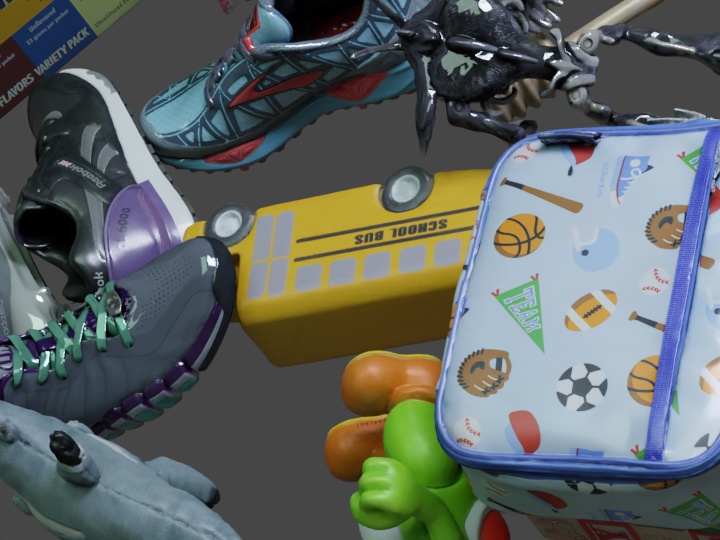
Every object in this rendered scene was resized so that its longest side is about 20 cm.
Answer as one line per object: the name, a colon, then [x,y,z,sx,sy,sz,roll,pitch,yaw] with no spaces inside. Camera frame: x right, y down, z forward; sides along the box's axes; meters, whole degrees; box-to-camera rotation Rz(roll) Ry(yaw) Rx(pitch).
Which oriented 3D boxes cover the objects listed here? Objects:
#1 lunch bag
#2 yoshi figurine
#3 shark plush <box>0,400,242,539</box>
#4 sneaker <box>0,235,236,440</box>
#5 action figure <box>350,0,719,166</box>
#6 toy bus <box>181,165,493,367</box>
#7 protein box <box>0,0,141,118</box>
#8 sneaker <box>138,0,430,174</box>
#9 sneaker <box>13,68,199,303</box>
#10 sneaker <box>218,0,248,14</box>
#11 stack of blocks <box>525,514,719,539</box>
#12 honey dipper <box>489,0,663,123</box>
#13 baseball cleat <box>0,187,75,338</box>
lunch bag: [0.126,0.018,1.003,0.159,0.076,0.201,0,58,27]
yoshi figurine: [0.014,0.144,1.039,0.112,0.112,0.201,-35,48,23]
shark plush: [-0.144,0.095,1.119,0.200,0.083,0.091,45,72,3]
sneaker: [-0.152,0.049,1.162,0.200,0.087,0.075,-45,46,25]
action figure: [0.095,-0.106,1.147,0.198,0.102,0.120,12,87,0]
toy bus: [0.000,0.000,1.172,0.198,0.065,0.079,-11,54,21]
protein box: [-0.276,-0.245,1.412,0.135,0.199,0.200,-40,48,-3]
sneaker: [-0.051,-0.132,1.274,0.199,0.096,0.080,-24,49,11]
sneaker: [-0.171,-0.053,1.274,0.087,0.076,0.200,-12,40,-27]
sneaker: [-0.057,-0.206,1.309,0.088,0.082,0.200,-24,13,-2]
stack of blocks: [0.156,0.035,1.062,0.114,0.059,0.201,3,59,31]
honey dipper: [0.154,-0.150,1.217,0.199,0.038,0.038,-34,47,-1]
baseball cleat: [-0.236,0.010,1.291,0.106,0.070,0.200,-36,47,0]
